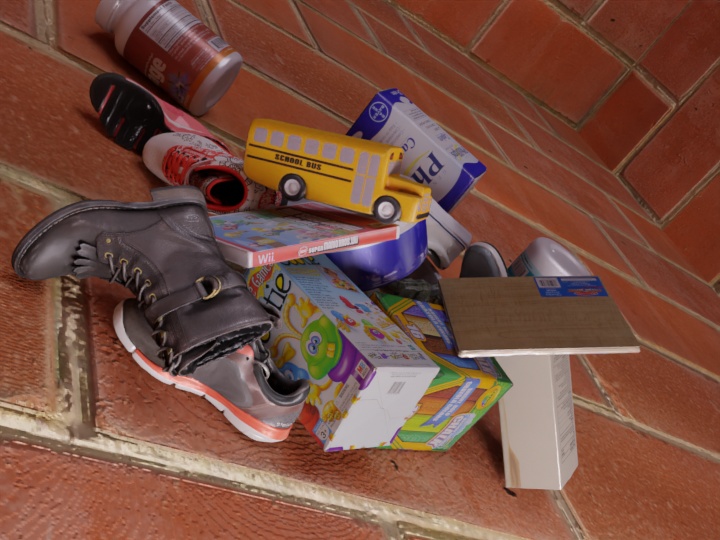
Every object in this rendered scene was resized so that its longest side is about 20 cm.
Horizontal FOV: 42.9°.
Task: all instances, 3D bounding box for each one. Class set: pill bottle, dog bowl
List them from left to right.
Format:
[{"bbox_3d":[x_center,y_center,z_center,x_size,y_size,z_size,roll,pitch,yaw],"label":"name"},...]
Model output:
[{"bbox_3d":[-0.279,-0.326,1.323,0.200,0.112,0.112,39,22,-1],"label":"pill bottle"},{"bbox_3d":[-0.019,-0.049,1.115,0.199,0.079,0.200,-7,25,4],"label":"dog bowl"},{"bbox_3d":[0.225,0.058,1.284,0.111,0.200,0.111,33,25,-17],"label":"pill bottle"}]

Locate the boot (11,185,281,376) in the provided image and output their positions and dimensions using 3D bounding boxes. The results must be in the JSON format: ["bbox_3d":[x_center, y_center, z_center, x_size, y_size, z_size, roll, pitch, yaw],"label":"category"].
[{"bbox_3d":[-0.188,0.017,0.801,0.199,0.069,0.174,-19,62,-17],"label":"boot"}]

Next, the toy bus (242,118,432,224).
[{"bbox_3d":[-0.022,-0.105,0.979,0.199,0.079,0.065,14,10,16],"label":"toy bus"}]

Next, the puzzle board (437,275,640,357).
[{"bbox_3d":[0.197,0.052,1.042,0.199,0.017,0.151,-1,30,-5],"label":"puzzle board"}]

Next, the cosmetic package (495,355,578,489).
[{"bbox_3d":[0.212,0.153,1.111,0.105,0.071,0.201,-11,96,-65],"label":"cosmetic package"}]

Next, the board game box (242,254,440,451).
[{"bbox_3d":[-0.037,0.075,0.929,0.105,0.103,0.200,8,29,-50],"label":"board game box"}]

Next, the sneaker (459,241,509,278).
[{"bbox_3d":[0.134,0.069,1.187,0.083,0.201,0.121,5,13,37],"label":"sneaker"}]

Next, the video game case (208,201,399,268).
[{"bbox_3d":[-0.078,-0.041,0.950,0.200,0.018,0.143,-13,22,-42],"label":"video game case"}]

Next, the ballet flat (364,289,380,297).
[{"bbox_3d":[0.000,0.000,1.220,0.068,0.068,0.200,46,22,-9],"label":"ballet flat"}]

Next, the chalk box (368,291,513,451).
[{"bbox_3d":[0.074,0.120,1.035,0.200,0.125,0.124,13,34,-45],"label":"chalk box"}]

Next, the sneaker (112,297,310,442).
[{"bbox_3d":[-0.131,0.074,0.851,0.200,0.082,0.077,35,23,-10],"label":"sneaker"}]

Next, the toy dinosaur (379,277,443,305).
[{"bbox_3d":[0.042,0.037,1.179,0.200,0.088,0.048,11,46,-55],"label":"toy dinosaur"}]

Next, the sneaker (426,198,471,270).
[{"bbox_3d":[0.069,-0.069,1.240,0.200,0.071,0.073,36,-6,-27],"label":"sneaker"}]

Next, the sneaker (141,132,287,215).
[{"bbox_3d":[-0.188,-0.115,1.053,0.201,0.067,0.108,24,10,17],"label":"sneaker"}]

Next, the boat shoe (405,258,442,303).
[{"bbox_3d":[0.069,-0.007,1.341,0.200,0.071,0.070,44,25,27],"label":"boat shoe"}]

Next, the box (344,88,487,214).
[{"bbox_3d":[0.059,-0.147,1.426,0.200,0.184,0.105,41,21,4],"label":"box"}]

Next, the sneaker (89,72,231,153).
[{"bbox_3d":[-0.257,-0.181,1.168,0.200,0.074,0.087,34,9,-25],"label":"sneaker"}]
